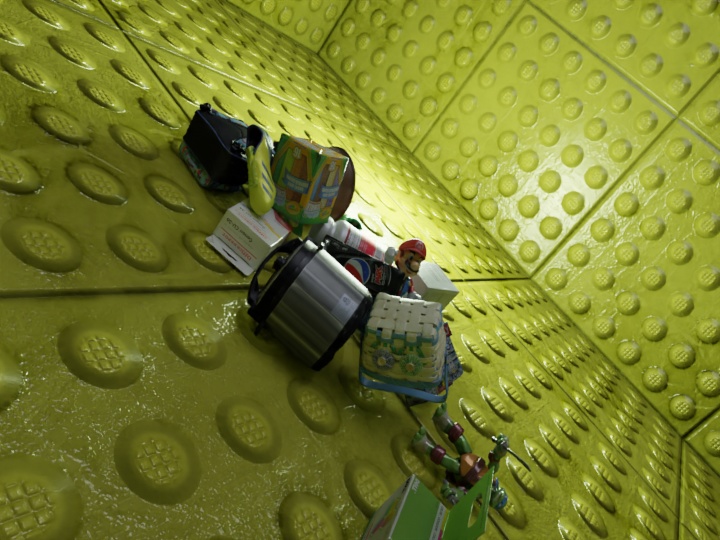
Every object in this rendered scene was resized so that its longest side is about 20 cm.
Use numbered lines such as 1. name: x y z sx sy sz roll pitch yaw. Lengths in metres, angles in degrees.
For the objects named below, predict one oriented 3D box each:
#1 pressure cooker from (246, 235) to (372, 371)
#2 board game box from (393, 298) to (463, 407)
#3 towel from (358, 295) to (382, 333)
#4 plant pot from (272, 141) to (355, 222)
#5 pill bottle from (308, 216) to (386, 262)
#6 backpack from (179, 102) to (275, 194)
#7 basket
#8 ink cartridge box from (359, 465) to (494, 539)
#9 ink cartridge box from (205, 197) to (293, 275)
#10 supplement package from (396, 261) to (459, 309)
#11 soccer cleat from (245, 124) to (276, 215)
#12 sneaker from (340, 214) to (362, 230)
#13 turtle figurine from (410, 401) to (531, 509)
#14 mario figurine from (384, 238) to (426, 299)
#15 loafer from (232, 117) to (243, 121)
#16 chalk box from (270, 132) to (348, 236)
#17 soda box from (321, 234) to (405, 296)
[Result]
1. pressure cooker: -0.095 0.048 1.000 0.198 0.180 0.177 39 24 -4
2. board game box: 0.136 0.151 1.205 0.197 0.061 0.206 -17 85 -50
3. towel: 0.000 0.050 1.271 0.201 0.110 0.049 48 -21 23
4. plant pot: -0.146 -0.233 1.458 0.194 0.203 0.202 3 41 -44
5. pill bottle: -0.031 -0.048 1.385 0.197 0.113 0.113 33 22 -20
6. backpack: -0.293 -0.269 1.320 0.184 0.136 0.198 49 23 22
7. basket: 0.073 0.150 1.014 0.170 0.205 0.141 6 43 15
8. ink cartridge box: 0.078 0.326 0.735 0.075 0.202 0.147 40 21 7
9. ink cartridge box: -0.223 -0.077 1.166 0.116 0.068 0.201 39 21 -4
10. supplement package: 0.162 0.052 1.529 0.111 0.114 0.197 52 22 26
11. soccer cleat: -0.216 -0.210 1.179 0.084 0.063 0.207 48 32 -58
12. sneaker: -0.024 -0.105 1.546 0.073 0.084 0.202 32 22 -17
13. turtle figurine: 0.188 0.329 0.992 0.193 0.146 0.199 40 8 21
14. mario figurine: 0.098 0.021 1.335 0.104 0.205 0.123 29 2 29
15. loafer: -0.328 -0.345 1.512 0.070 0.074 0.201 12 27 -41
16. chalk box: -0.132 -0.181 1.273 0.122 0.206 0.122 29 18 26
17. soda box: 0.000 0.000 1.225 0.195 0.065 0.071 26 -11 13
